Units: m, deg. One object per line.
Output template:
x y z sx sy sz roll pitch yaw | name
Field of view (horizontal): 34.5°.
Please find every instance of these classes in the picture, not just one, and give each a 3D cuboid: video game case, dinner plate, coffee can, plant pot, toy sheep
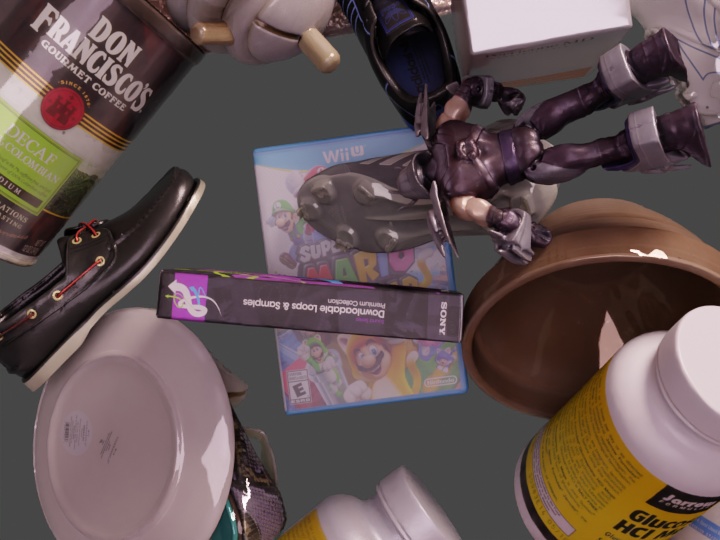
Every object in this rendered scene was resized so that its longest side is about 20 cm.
0.000 0.000 0.877 0.141 0.018 0.203 -7 90 5 | video game case
-0.175 0.128 0.842 0.198 0.024 0.204 -5 80 33 | dinner plate
-0.228 -0.126 0.827 0.146 0.146 0.201 41 94 2 | coffee can
0.167 0.017 0.809 0.197 0.202 0.094 -1 51 4 | plant pot
-0.083 -0.211 0.820 0.137 0.138 0.201 -36 75 4 | toy sheep

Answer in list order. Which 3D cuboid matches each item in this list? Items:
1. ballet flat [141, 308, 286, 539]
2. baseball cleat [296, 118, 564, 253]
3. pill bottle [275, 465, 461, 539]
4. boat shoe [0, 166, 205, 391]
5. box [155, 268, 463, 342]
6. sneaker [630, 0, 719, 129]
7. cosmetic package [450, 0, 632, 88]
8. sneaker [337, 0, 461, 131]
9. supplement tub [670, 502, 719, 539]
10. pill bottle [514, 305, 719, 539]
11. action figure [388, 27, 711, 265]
-0.107 0.116 0.860 0.071 0.072 0.202 -29 67 4 | ballet flat
0.054 -0.061 0.835 0.197 0.107 0.071 3 124 28 | baseball cleat
-0.024 0.235 0.836 0.199 0.112 0.112 -39 88 4 | pill bottle
-0.196 -0.004 0.855 0.201 0.074 0.063 -45 107 0 | boat shoe
-0.028 0.022 0.800 0.197 0.143 0.037 6 90 3 | box
0.250 -0.156 0.833 0.199 0.075 0.088 36 98 3 | sneaker
0.114 -0.170 0.775 0.100 0.200 0.072 -8 90 5 | cosmetic package
0.020 -0.196 0.836 0.069 0.078 0.202 -27 83 1 | sneaker
0.309 0.124 0.803 0.130 0.132 0.203 22 93 3 | supplement tub
0.190 0.113 0.762 0.111 0.201 0.114 12 52 -15 | pill bottle
0.108 -0.074 0.715 0.197 0.069 0.132 -16 75 19 | action figure
